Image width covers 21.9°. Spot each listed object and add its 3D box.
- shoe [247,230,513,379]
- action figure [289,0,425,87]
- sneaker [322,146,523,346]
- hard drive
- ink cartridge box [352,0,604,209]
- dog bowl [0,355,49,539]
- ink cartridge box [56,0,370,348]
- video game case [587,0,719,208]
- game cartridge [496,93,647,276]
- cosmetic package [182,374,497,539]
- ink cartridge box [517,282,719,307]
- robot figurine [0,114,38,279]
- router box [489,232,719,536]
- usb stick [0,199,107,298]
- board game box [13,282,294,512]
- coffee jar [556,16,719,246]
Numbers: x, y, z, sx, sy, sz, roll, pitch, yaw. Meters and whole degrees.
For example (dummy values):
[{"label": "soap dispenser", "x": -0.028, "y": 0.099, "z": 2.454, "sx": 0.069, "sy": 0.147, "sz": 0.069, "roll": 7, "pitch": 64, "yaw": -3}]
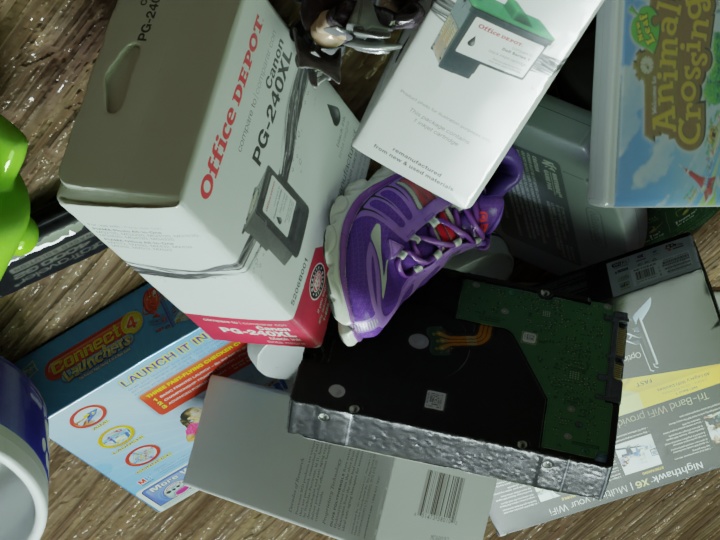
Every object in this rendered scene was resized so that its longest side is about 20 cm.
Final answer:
[{"label": "shoe", "x": 0.000, "y": 0.000, "z": 1.274, "sx": 0.198, "sy": 0.091, "sz": 0.072, "roll": -22, "pitch": 147, "yaw": -18}, {"label": "action figure", "x": 0.009, "y": -0.181, "z": 1.013, "sx": 0.069, "sy": 0.131, "sz": 0.201, "roll": 9, "pitch": 129, "yaw": -21}, {"label": "sneaker", "x": 0.041, "y": -0.030, "z": 1.147, "sx": 0.083, "sy": 0.200, "sz": 0.081, "roll": 7, "pitch": 130, "yaw": 29}, {"label": "hard drive", "x": 0.064, "y": 0.062, "z": 1.157, "sx": 0.198, "sy": 0.141, "sz": 0.038, "roll": 11, "pitch": 135, "yaw": 3}, {"label": "ink cartridge box", "x": 0.086, "y": -0.159, "z": 1.055, "sx": 0.084, "sy": 0.147, "sz": 0.201, "roll": 27, "pitch": 130, "yaw": -4}, {"label": "dog bowl", "x": -0.305, "y": 0.128, "z": 1.226, "sx": 0.198, "sy": 0.079, "sz": 0.201, "roll": -3, "pitch": 140, "yaw": -2}, {"label": "ink cartridge box", "x": -0.078, "y": -0.060, "z": 1.085, "sx": 0.083, "sy": 0.147, "sz": 0.200, "roll": 6, "pitch": 158, "yaw": 25}, {"label": "video game case", "x": 0.224, "y": -0.141, "z": 1.178, "sx": 0.180, "sy": 0.022, "sz": 0.202, "roll": -2, "pitch": 98, "yaw": -32}, {"label": "game cartridge", "x": 0.130, "y": -0.057, "z": 1.263, "sx": 0.041, "sy": 0.133, "sz": 0.200, "roll": -53, "pitch": 153, "yaw": -17}, {"label": "cosmetic package", "x": -0.015, "y": 0.135, "z": 1.263, "sx": 0.107, "sy": 0.199, "sz": 0.086, "roll": 18, "pitch": 84, "yaw": -42}, {"label": "ink cartridge box", "x": 0.164, "y": 0.051, "z": 1.417, "sx": 0.198, "sy": 0.084, "sz": 0.146, "roll": 0, "pitch": -179, "yaw": -35}, {"label": "robot figurine", "x": -0.263, "y": -0.010, "z": 1.060, "sx": 0.201, "sy": 0.115, "sz": 0.176, "roll": -57, "pitch": 177, "yaw": 28}, {"label": "router box", "x": 0.158, "y": 0.080, "z": 1.268, "sx": 0.198, "sy": 0.052, "sz": 0.158, "roll": -18, "pitch": 118, "yaw": 11}, {"label": "usb stick", "x": -0.187, "y": -0.024, "z": 1.182, "sx": 0.198, "sy": 0.033, "sz": 0.056, "roll": -26, "pitch": 155, "yaw": 1}, {"label": "board game box", "x": -0.117, "y": 0.078, "z": 1.353, "sx": 0.199, "sy": 0.056, "sz": 0.196, "roll": -30, "pitch": 147, "yaw": 7}, {"label": "coffee jar", "x": 0.193, "y": -0.098, "z": 1.279, "sx": 0.104, "sy": 0.086, "sz": 0.201, "roll": -31, "pitch": 148, "yaw": -6}]
